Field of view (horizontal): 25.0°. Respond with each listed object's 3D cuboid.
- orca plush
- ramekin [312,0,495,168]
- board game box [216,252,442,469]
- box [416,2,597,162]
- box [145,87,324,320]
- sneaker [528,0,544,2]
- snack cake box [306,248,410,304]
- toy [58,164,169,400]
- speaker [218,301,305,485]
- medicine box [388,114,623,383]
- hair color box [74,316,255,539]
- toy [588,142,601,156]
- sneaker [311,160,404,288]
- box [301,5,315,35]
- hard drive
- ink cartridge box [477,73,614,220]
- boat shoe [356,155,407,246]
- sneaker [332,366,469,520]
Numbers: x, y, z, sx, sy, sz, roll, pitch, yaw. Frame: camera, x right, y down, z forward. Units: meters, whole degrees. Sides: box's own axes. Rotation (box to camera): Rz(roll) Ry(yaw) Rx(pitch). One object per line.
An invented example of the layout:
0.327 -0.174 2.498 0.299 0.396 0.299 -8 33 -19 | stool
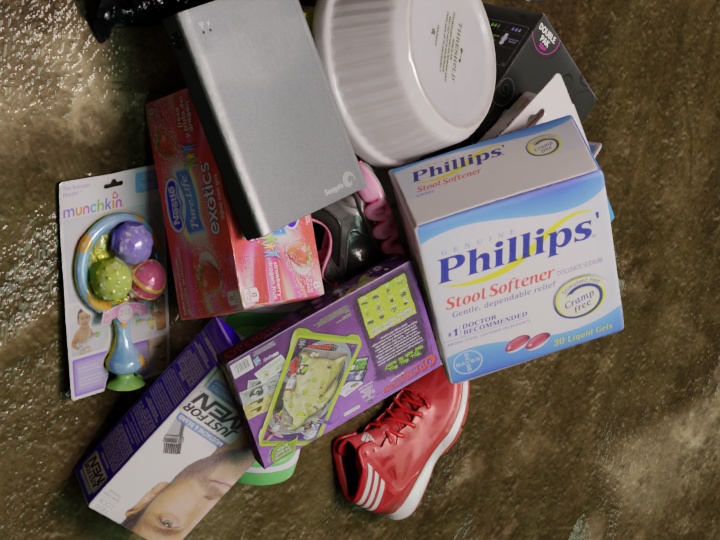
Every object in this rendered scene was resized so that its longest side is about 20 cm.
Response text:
-0.145 -0.266 1.419 0.199 0.071 0.106 -28 123 -36 | orca plush
0.048 -0.202 1.520 0.202 0.094 0.205 14 73 -53 | ramekin
-0.025 0.081 1.479 0.199 0.032 0.121 -29 117 -19 | board game box
0.127 -0.155 1.696 0.201 0.124 0.149 -57 136 -16 | box
-0.113 -0.064 1.461 0.102 0.094 0.202 -10 89 -43 | box
0.236 -0.369 1.771 0.199 0.075 0.117 -25 117 -37 | sneaker
0.027 0.048 1.673 0.199 0.114 0.068 -23 120 -38 | snack cake box
-0.210 0.014 1.469 0.115 0.047 0.202 -16 115 -43 | toy
-0.097 0.103 1.588 0.088 0.088 0.202 -13 113 -42 | speaker
0.140 -0.019 1.533 0.181 0.103 0.201 -17 130 -2 | medicine box
-0.155 0.153 1.503 0.200 0.065 0.109 -47 126 8 | hair color box
0.163 -0.072 1.764 0.047 0.115 0.201 39 76 -36 | toy
0.000 0.000 1.545 0.095 0.079 0.202 -22 109 -5 | sneaker
-0.070 -0.148 1.537 0.050 0.075 0.202 -15 115 -40 | box
-0.081 -0.142 1.417 0.139 0.033 0.202 -28 100 -43 | hard drive
0.172 -0.094 1.624 0.115 0.068 0.201 -46 133 -22 | ink cartridge box
0.048 -0.061 1.631 0.199 0.066 0.072 37 63 -11 | boat shoe
0.043 0.170 1.760 0.115 0.078 0.202 21 87 -48 | sneaker
